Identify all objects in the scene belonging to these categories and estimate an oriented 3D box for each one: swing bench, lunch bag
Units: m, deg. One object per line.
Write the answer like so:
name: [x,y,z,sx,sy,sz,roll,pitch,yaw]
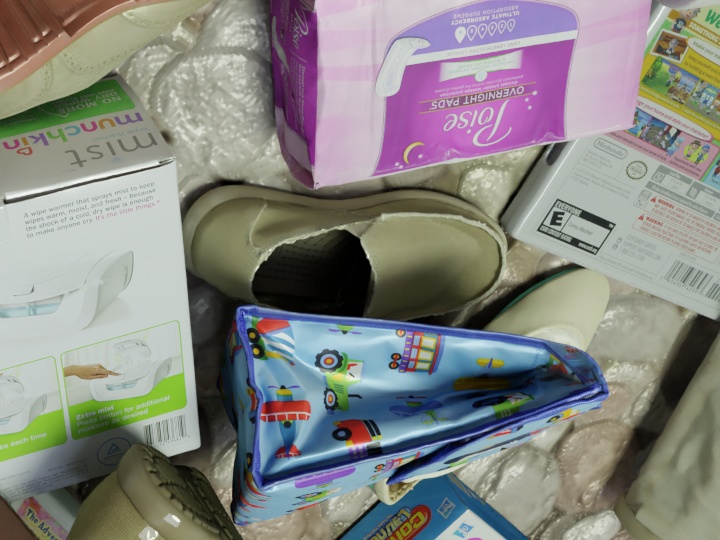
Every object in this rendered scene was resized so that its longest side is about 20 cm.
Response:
swing bench: [0.309,0.120,1.049,0.199,0.130,0.200,2,123,-37]
lunch bag: [0.030,0.071,0.835,0.199,0.095,0.151,-5,165,-10]

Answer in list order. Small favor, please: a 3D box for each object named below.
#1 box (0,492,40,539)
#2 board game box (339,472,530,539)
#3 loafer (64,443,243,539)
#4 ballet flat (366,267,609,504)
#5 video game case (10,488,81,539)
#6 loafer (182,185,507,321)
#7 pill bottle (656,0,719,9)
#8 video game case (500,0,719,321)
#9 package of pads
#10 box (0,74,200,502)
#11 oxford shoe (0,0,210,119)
box: [-0.193,0.210,0.786,0.075,0.100,0.200,-30,157,-40]
board game box: [0.039,0.249,1.056,0.196,0.056,0.200,-43,131,5]
loafer: [-0.101,0.140,0.799,0.067,0.076,0.200,-34,155,-4]
ballet flat: [0.079,0.074,0.951,0.200,0.070,0.070,-34,131,-4]
video game case: [-0.157,0.245,0.872,0.182,0.200,0.024,-55,162,15]
loafer: [0.000,0.000,0.856,0.199,0.068,0.076,1,121,-28]
pill bottle: [0.245,-0.198,0.820,0.199,0.113,0.114,-12,126,-20]
video game case: [0.204,-0.070,0.947,0.199,0.022,0.183,20,111,-35]
package of pads: [0.053,-0.118,0.798,0.199,0.076,0.121,-12,125,-20]
box: [-0.188,0.021,0.752,0.199,0.097,0.177,-15,127,-18]
oxford shoe: [-0.116,-0.131,0.721,0.199,0.071,0.074,-28,167,-17]
